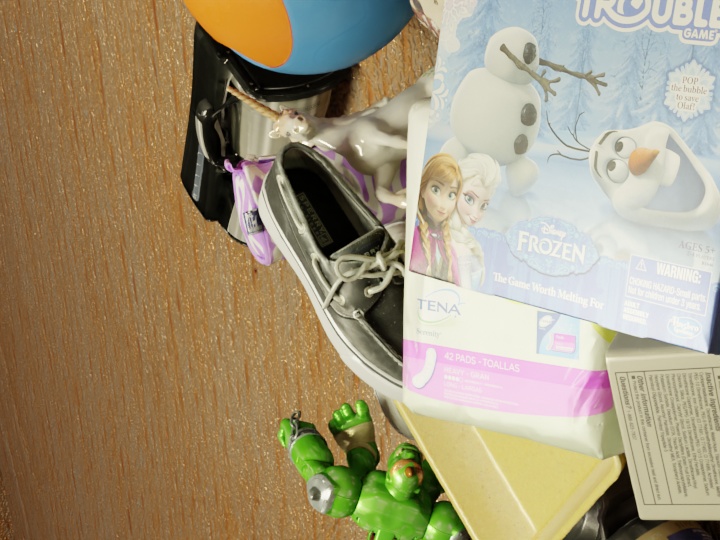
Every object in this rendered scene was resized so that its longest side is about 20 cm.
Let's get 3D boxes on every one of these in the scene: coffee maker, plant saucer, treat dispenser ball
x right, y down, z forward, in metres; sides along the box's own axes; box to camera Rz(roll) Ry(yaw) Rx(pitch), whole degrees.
[{"bbox_3d":[-0.096,-0.153,1.245,0.201,0.133,0.194,106,160,-48],"label":"coffee maker"},{"bbox_3d":[0.103,0.091,0.924,0.201,0.048,0.201,59,149,25],"label":"plant saucer"},{"bbox_3d":[-0.042,-0.245,0.969,0.201,0.199,0.203,41,141,44],"label":"treat dispenser ball"}]

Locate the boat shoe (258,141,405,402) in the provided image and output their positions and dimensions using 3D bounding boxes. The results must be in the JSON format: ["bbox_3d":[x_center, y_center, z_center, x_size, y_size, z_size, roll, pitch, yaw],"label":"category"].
[{"bbox_3d":[0.002,-0.001,0.911,0.201,0.073,0.068,59,156,15],"label":"boat shoe"}]

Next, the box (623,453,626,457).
[{"bbox_3d":[0.193,-0.002,0.782,0.200,0.049,0.161,-49,64,36],"label":"box"}]

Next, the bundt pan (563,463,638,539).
[{"bbox_3d":[0.144,0.140,1.005,0.202,0.075,0.204,37,135,49],"label":"bundt pan"}]

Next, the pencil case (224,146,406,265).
[{"bbox_3d":[-0.006,-0.071,1.021,0.084,0.198,0.087,-178,70,-73],"label":"pencil case"}]

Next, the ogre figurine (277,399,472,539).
[{"bbox_3d":[0.028,0.182,1.114,0.199,0.098,0.120,38,-164,-11],"label":"ogre figurine"}]

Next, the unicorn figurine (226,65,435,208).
[{"bbox_3d":[0.027,-0.103,0.946,0.137,0.198,0.075,40,144,52],"label":"unicorn figurine"}]

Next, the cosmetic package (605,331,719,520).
[{"bbox_3d":[0.235,0.067,0.684,0.198,0.071,0.107,-4,111,28],"label":"cosmetic package"}]

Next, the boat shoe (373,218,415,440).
[{"bbox_3d":[0.044,0.062,1.133,0.086,0.073,0.205,-93,1,-70],"label":"boat shoe"}]

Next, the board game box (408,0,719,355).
[{"bbox_3d":[0.120,-0.078,0.689,0.199,0.043,0.202,15,100,44],"label":"board game box"}]

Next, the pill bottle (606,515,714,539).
[{"bbox_3d":[0.238,0.261,0.875,0.200,0.111,0.113,46,145,39],"label":"pill bottle"}]

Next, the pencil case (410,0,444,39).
[{"bbox_3d":[0.112,-0.159,0.869,0.200,0.077,0.090,46,130,40],"label":"pencil case"}]

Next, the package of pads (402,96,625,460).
[{"bbox_3d":[0.097,-0.003,0.797,0.153,0.068,0.203,8,100,42],"label":"package of pads"}]
